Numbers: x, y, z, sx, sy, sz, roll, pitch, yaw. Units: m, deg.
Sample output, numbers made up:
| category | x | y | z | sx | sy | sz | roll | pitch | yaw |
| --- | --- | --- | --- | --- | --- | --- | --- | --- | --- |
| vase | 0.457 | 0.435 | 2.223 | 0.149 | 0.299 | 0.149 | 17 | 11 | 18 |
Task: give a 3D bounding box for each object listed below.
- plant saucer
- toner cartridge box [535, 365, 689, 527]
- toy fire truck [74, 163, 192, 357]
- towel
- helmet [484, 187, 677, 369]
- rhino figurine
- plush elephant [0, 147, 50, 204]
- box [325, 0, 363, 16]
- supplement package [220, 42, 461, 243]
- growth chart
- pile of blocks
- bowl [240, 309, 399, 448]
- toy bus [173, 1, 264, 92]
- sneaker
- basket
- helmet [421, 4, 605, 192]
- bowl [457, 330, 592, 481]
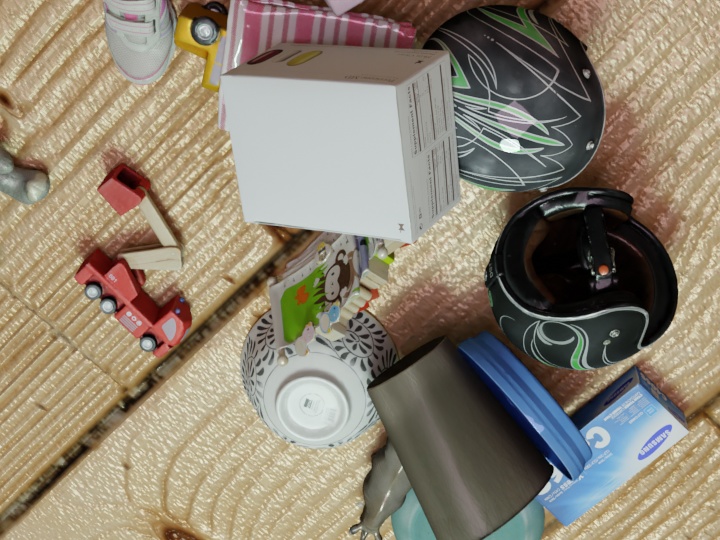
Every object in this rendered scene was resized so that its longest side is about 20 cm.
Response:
| category | x | y | z | sx | sy | sz | roll | pitch | yaw |
| --- | --- | --- | --- | --- | --- | --- | --- | --- | --- |
| plant saucer | 0.136 | 0.324 | 1.640 | 0.197 | 0.036 | 0.203 | 2 | 115 | 4 |
| toner cartridge box | 0.291 | 0.216 | 1.573 | 0.095 | 0.043 | 0.200 | 41 | 111 | -15 |
| toy fire truck | -0.255 | -0.008 | 1.509 | 0.141 | 0.049 | 0.200 | -39 | 106 | 19 |
| towel | -0.048 | -0.200 | 1.343 | 0.197 | 0.030 | 0.148 | 9 | 116 | 0 |
| helmet | 0.238 | 0.014 | 1.395 | 0.197 | 0.203 | 0.191 | -17 | 156 | 12 |
| rhino figurine | 0.033 | 0.262 | 1.590 | 0.059 | 0.088 | 0.202 | 21 | 115 | -5 |
| plush elephant | -0.468 | -0.075 | 1.436 | 0.200 | 0.155 | 0.164 | 43 | 111 | -15 |
| box | 0.038 | -0.358 | 1.288 | 0.198 | 0.113 | 0.102 | -28 | 109 | 18 |
| supplement package | -0.017 | -0.129 | 1.261 | 0.198 | 0.111 | 0.158 | 8 | 119 | 29 |
| growth chart | -0.039 | 0.004 | 1.456 | 0.018 | 0.146 | 0.200 | 26 | 119 | -36 |
| pile of blocks | 0.000 | 0.000 | 1.482 | 0.062 | 0.082 | 0.201 | 30 | 108 | -32 |
| bowl | -0.053 | 0.142 | 1.539 | 0.197 | 0.094 | 0.203 | 2 | 116 | 4 |
| toy bus | -0.103 | -0.222 | 1.390 | 0.197 | 0.065 | 0.079 | 17 | 117 | -4 |
| sneaker | -0.241 | -0.289 | 1.356 | 0.080 | 0.088 | 0.203 | 0 | 115 | 4 |
| basket | 0.106 | 0.188 | 1.481 | 0.136 | 0.180 | 0.201 | -30 | 93 | 48 |
| helmet | 0.148 | -0.174 | 1.320 | 0.197 | 0.191 | 0.203 | 2 | 115 | 4 |
| bowl | 0.189 | 0.150 | 1.472 | 0.039 | 0.201 | 0.201 | -41 | 107 | -3 |
